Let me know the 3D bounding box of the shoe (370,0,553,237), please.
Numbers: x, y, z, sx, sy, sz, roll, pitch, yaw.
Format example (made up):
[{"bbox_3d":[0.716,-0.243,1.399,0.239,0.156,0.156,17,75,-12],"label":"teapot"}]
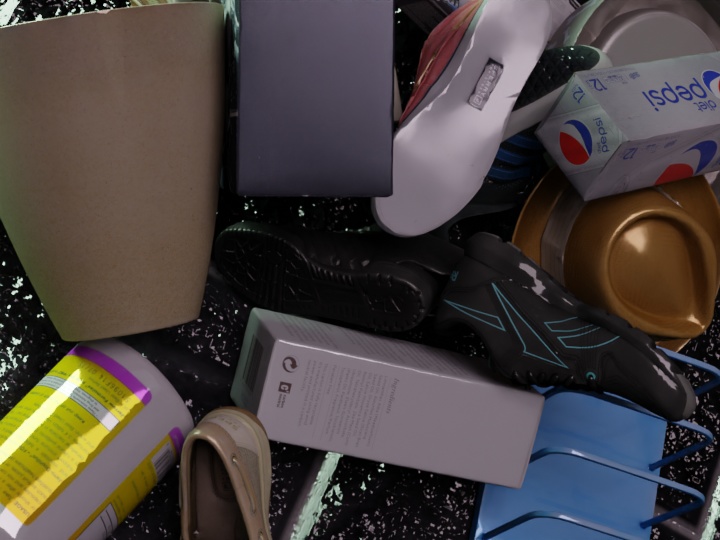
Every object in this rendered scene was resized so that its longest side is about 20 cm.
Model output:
[{"bbox_3d":[0.064,-0.113,1.262,0.071,0.091,0.201,31,84,-13],"label":"shoe"}]

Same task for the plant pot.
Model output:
[{"bbox_3d":[-0.167,-0.060,1.161,0.186,0.187,0.202,-9,94,-22],"label":"plant pot"}]

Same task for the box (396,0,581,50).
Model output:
[{"bbox_3d":[0.100,-0.207,1.368,0.200,0.035,0.111,39,59,-39],"label":"box"}]

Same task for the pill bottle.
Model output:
[{"bbox_3d":[-0.206,0.143,1.150,0.104,0.104,0.200,44,63,-1],"label":"pill bottle"}]

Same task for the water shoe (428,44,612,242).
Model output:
[{"bbox_3d":[0.110,-0.093,1.323,0.079,0.199,0.072,49,19,-29],"label":"water shoe"}]

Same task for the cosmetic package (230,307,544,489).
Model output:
[{"bbox_3d":[0.017,0.089,1.243,0.198,0.101,0.072,13,98,-15],"label":"cosmetic package"}]

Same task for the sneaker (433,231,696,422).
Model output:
[{"bbox_3d":[0.138,0.055,1.211,0.199,0.075,0.080,34,83,27],"label":"sneaker"}]

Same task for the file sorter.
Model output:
[{"bbox_3d":[0.170,0.157,1.274,0.138,0.123,0.202,19,67,-13],"label":"file sorter"}]

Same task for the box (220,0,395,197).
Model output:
[{"bbox_3d":[-0.040,-0.151,1.188,0.103,0.182,0.202,0,93,-9],"label":"box"}]

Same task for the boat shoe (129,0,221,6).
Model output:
[{"bbox_3d":[-0.132,-0.205,1.317,0.075,0.072,0.201,-29,83,-34],"label":"boat shoe"}]

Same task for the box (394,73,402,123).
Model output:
[{"bbox_3d":[-0.031,-0.201,1.318,0.081,0.068,0.202,-11,95,-19],"label":"box"}]

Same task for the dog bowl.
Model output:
[{"bbox_3d":[0.222,-0.130,1.390,0.198,0.059,0.202,-3,97,-29],"label":"dog bowl"}]

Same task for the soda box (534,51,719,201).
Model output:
[{"bbox_3d":[0.222,-0.108,1.285,0.199,0.064,0.068,-14,59,-42],"label":"soda box"}]

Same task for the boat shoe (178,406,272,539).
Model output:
[{"bbox_3d":[-0.088,0.194,1.162,0.071,0.065,0.202,-1,100,18],"label":"boat shoe"}]

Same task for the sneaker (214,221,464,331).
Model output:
[{"bbox_3d":[0.000,-0.003,1.299,0.198,0.061,0.104,16,25,15],"label":"sneaker"}]

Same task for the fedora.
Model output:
[{"bbox_3d":[0.208,-0.003,1.320,0.199,0.082,0.203,-8,109,-23],"label":"fedora"}]
